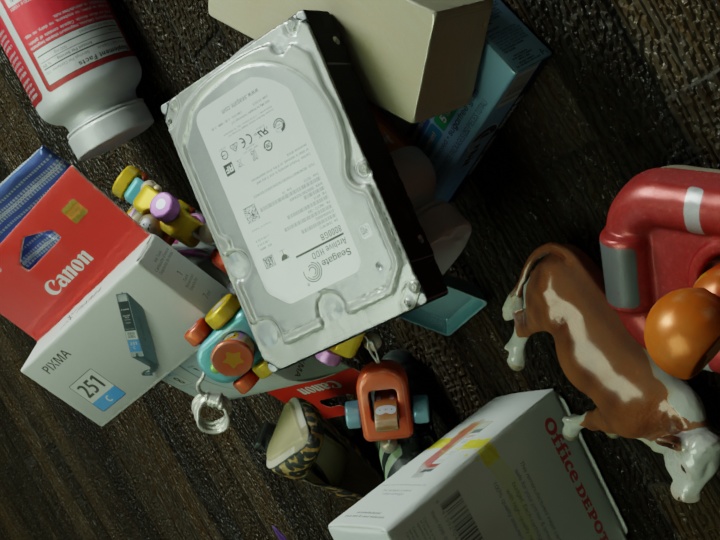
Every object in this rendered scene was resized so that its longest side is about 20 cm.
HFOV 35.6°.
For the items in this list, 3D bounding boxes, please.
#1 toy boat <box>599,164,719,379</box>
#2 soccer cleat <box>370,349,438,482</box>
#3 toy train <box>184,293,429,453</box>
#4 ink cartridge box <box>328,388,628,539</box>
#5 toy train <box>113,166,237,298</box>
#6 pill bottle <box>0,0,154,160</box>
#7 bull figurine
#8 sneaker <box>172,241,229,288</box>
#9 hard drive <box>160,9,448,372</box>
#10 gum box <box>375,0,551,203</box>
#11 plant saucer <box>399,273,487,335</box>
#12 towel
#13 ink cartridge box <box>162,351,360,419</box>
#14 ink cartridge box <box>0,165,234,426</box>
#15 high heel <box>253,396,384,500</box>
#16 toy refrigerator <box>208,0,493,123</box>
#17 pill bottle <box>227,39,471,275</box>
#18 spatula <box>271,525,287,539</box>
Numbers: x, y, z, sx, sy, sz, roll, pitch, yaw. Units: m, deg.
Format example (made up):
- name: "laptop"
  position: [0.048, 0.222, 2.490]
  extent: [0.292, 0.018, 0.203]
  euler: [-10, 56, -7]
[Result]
- name: "toy boat"
  position: [0.214, 0.020, 0.652]
  extent: [0.199, 0.130, 0.132]
  euler: [13, 125, 45]
- name: "soccer cleat"
  position: [0.048, 0.161, 0.949]
  extent: [0.081, 0.067, 0.202]
  euler: [-25, 58, 48]
- name: "toy train"
  position: [-0.046, 0.087, 0.891]
  extent: [0.198, 0.056, 0.152]
  euler: [-2, 108, 4]
- name: "ink cartridge box"
  position: [0.096, 0.204, 0.866]
  extent: [0.083, 0.199, 0.146]
  euler: [-17, 102, 56]
- name: "toy train"
  position: [-0.156, -0.024, 1.021]
  extent: [0.150, 0.056, 0.200]
  euler: [37, 177, -37]
- name: "pill bottle"
  position: [-0.285, -0.216, 1.094]
  extent: [0.112, 0.112, 0.201]
  euler: [-20, 98, 53]
- name: "bull figurine"
  position: [0.175, 0.073, 0.791]
  extent: [0.201, 0.065, 0.121]
  euler: [59, 149, 7]
- name: "sneaker"
  position: [-0.198, 0.011, 1.072]
  extent: [0.088, 0.198, 0.082]
  euler: [37, 125, 49]
- name: "hard drive"
  position: [-0.041, -0.049, 0.738]
  extent: [0.139, 0.038, 0.202]
  euler: [-25, 87, 33]
- name: "gum box"
  position: [0.024, -0.164, 0.822]
  extent: [0.200, 0.044, 0.170]
  euler: [50, 143, 13]
- name: "plant saucer"
  position: [0.000, 0.000, 0.891]
  extent: [0.198, 0.019, 0.070]
  euler: [20, 147, -16]
- name: "towel"
  position: [-0.236, -0.005, 0.970]
  extent: [0.144, 0.024, 0.200]
  euler: [-31, 116, 36]
- name: "ink cartridge box"
  position: [-0.084, 0.107, 1.049]
  extent: [0.199, 0.048, 0.160]
  euler: [33, 150, -25]
- name: "ink cartridge box"
  position: [-0.233, 0.031, 0.960]
  extent: [0.176, 0.045, 0.200]
  euler: [40, 127, -18]
- name: "high heel"
  position: [-0.018, 0.177, 1.040]
  extent: [0.142, 0.072, 0.200]
  euler: [26, 167, -9]
- name: "toy refrigerator"
  position: [-0.010, -0.179, 0.759]
  extent: [0.199, 0.070, 0.076]
  euler: [32, 127, 30]
- name: "pill bottle"
  position: [-0.018, -0.070, 0.808]
  extent: [0.200, 0.112, 0.113]
  euler: [45, 142, 17]
- name: "spatula"
  position: [-0.003, 0.229, 0.811]
  extent: [0.199, 0.021, 0.057]
  euler: [8, 134, 48]
